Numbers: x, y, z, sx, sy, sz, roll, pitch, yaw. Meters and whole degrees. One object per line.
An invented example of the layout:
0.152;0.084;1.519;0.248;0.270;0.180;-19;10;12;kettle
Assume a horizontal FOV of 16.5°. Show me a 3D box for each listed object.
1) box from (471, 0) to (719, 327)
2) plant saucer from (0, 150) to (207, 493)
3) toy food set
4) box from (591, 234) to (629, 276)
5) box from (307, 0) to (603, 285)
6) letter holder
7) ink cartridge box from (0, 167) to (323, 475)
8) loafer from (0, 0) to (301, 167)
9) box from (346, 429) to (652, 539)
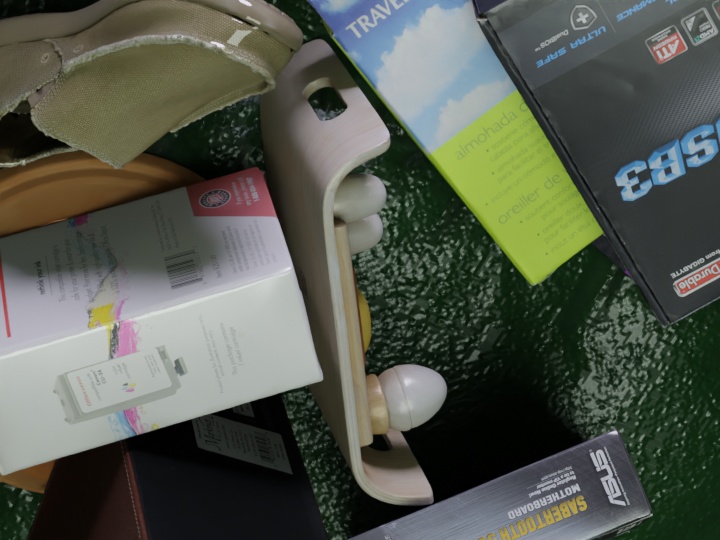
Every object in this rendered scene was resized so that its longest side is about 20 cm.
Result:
0.183;-0.099;1.180;0.200;0.050;0.199;-28;117;9;box
-0.139;0.034;1.286;0.200;0.037;0.201;-5;116;-9;plant saucer
0.000;0.000;1.237;0.060;0.144;0.200;-11;117;-10;toy food set
0.137;-0.094;1.281;0.200;0.036;0.143;39;102;-27;box
0.072;-0.102;1.217;0.122;0.048;0.200;-37;117;6;box
-0.094;0.151;1.219;0.100;0.200;0.142;17;112;-20;letter holder
-0.128;0.027;1.198;0.200;0.117;0.068;-15;119;-3;ink cartridge box
-0.108;-0.085;1.148;0.076;0.200;0.068;25;67;-42;loafer
0.067;0.140;1.298;0.158;0.200;0.048;-23;81;-1;box
